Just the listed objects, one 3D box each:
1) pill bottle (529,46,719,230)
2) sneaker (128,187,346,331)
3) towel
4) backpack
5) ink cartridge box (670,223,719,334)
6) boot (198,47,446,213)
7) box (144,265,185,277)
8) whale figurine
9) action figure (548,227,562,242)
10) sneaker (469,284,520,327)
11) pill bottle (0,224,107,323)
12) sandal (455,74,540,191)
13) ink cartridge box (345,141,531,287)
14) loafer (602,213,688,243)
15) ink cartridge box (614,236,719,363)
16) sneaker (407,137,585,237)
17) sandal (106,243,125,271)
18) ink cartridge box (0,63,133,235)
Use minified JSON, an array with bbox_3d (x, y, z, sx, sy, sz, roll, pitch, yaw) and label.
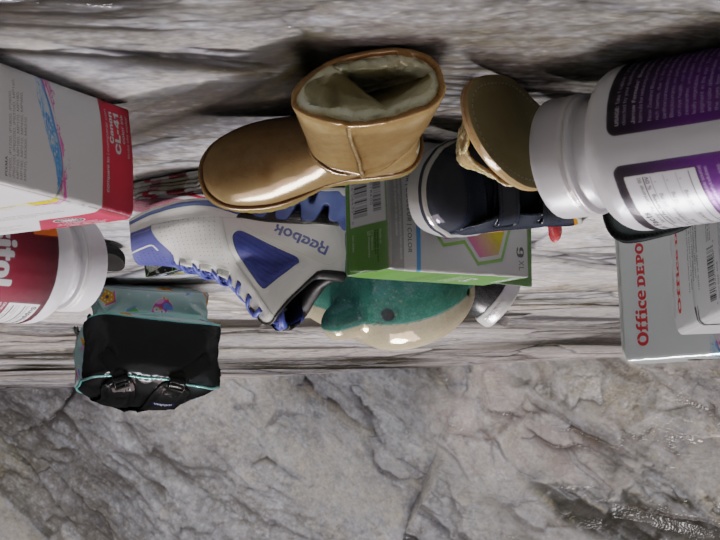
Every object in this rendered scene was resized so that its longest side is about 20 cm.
[{"bbox_3d":[0.215,-0.085,1.203,0.199,0.112,0.111,-7,171,35],"label":"pill bottle"},{"bbox_3d":[-0.097,-0.003,1.556,0.198,0.116,0.081,-7,172,15],"label":"sneaker"},{"bbox_3d":[-0.101,-0.066,1.596,0.199,0.023,0.144,-8,171,38],"label":"towel"},{"bbox_3d":[-0.263,0.097,2.258,0.175,0.154,0.200,2,162,-13],"label":"backpack"},{"bbox_3d":[0.313,-0.030,1.502,0.083,0.145,0.200,-1,172,-4],"label":"ink cartridge box"},{"bbox_3d":[-0.033,-0.097,1.258,0.174,0.066,0.200,-14,173,-1],"label":"boot"},{"bbox_3d":[-0.087,-0.025,1.753,0.199,0.040,0.137,-5,175,-36],"label":"box"},{"bbox_3d":[0.000,0.000,1.621,0.199,0.104,0.159,5,-151,23],"label":"whale figurine"},{"bbox_3d":[0.116,-0.048,1.703,0.065,0.052,0.200,-3,170,34],"label":"action figure"},{"bbox_3d":[0.102,-0.027,1.810,0.112,0.073,0.200,39,-164,-9],"label":"sneaker"},{"bbox_3d":[-0.322,-0.012,1.601,0.113,0.114,0.199,-9,170,44],"label":"pill bottle"},{"bbox_3d":[0.102,-0.086,1.299,0.069,0.078,0.211,-14,172,33],"label":"sandal"},{"bbox_3d":[0.082,-0.044,1.501,0.199,0.104,0.059,4,171,-37],"label":"ink cartridge box"},{"bbox_3d":[0.244,-0.069,1.384,0.070,0.068,0.200,-28,177,-39],"label":"loafer"},{"bbox_3d":[0.361,0.013,1.831,0.199,0.147,0.083,-5,174,27],"label":"ink cartridge box"},{"bbox_3d":[0.122,-0.069,1.434,0.079,0.079,0.199,-2,-174,41],"label":"sneaker"},{"bbox_3d":[-0.300,-0.009,1.873,0.075,0.045,0.200,-4,172,17],"label":"sandal"},{"bbox_3d":[-0.261,-0.079,1.230,0.147,0.086,0.200,-4,170,21],"label":"ink cartridge box"}]
